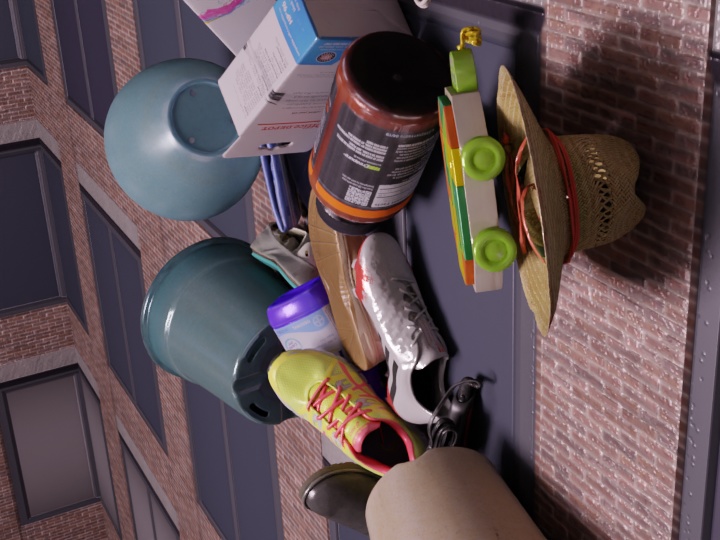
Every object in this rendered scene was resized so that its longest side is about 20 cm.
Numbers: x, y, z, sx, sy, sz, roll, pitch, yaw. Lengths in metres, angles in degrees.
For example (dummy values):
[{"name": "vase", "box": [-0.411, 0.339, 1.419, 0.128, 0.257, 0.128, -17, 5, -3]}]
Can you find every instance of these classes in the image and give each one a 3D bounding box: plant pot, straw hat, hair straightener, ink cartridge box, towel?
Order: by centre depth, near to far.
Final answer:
[{"name": "straw hat", "box": [0.151, -0.055, 0.782, 0.201, 0.085, 0.202, -9, -90, -88]}, {"name": "plant pot", "box": [0.092, 0.265, 1.000, 0.184, 0.199, 0.201, -114, 23, -50]}, {"name": "ink cartridge box", "box": [-0.055, -0.188, 1.077, 0.200, 0.116, 0.068, -41, 66, 47]}, {"name": "hair straightener", "box": [0.084, 0.182, 1.087, 0.041, 0.077, 0.201, 28, 131, 21]}, {"name": "ink cartridge box", "box": [-0.157, -0.319, 1.202, 0.200, 0.085, 0.145, 42, -170, -47]}, {"name": "towel", "box": [-0.096, -0.119, 1.282, 0.200, 0.024, 0.148, -87, -15, -84]}, {"name": "plant pot", "box": [-0.198, -0.169, 1.353, 0.135, 0.199, 0.201, 162, 93, -69]}, {"name": "plant pot", "box": [-0.141, 0.084, 1.412, 0.196, 0.200, 0.201, 31, 131, 47]}]

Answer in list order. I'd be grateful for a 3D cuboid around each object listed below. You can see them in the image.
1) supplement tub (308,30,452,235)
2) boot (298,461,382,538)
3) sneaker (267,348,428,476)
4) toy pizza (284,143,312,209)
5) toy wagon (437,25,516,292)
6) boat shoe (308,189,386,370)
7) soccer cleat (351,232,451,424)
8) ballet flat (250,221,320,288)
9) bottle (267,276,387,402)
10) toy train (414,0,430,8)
[{"name": "supplement tub", "box": [0.011, -0.116, 1.038, 0.107, 0.107, 0.200, 64, 154, 25]}, {"name": "boot", "box": [0.044, 0.290, 1.139, 0.073, 0.181, 0.200, -57, 37, 22]}, {"name": "sneaker", "box": [-0.009, 0.148, 1.160, 0.200, 0.078, 0.090, 34, -176, -1]}, {"name": "toy pizza", "box": [-0.037, -0.144, 1.225, 0.200, 0.032, 0.201, 167, 90, -68]}, {"name": "toy wagon", "box": [0.086, -0.089, 0.886, 0.155, 0.039, 0.201, -91, -8, -75]}, {"name": "boat shoe", "box": [0.000, 0.000, 1.174, 0.074, 0.069, 0.201, 15, 122, 62]}, {"name": "soccer cleat", "box": [0.048, 0.059, 1.114, 0.085, 0.068, 0.201, 8, 113, 56]}, {"name": "ballet flat", "box": [-0.073, -0.014, 1.343, 0.064, 0.067, 0.200, -54, 33, 0]}, {"name": "bottle", "box": [-0.023, 0.108, 1.240, 0.083, 0.065, 0.201, -24, 100, 30]}, {"name": "toy train", "box": [0.044, -0.321, 0.923, 0.150, 0.055, 0.201, 107, 144, -57]}]
